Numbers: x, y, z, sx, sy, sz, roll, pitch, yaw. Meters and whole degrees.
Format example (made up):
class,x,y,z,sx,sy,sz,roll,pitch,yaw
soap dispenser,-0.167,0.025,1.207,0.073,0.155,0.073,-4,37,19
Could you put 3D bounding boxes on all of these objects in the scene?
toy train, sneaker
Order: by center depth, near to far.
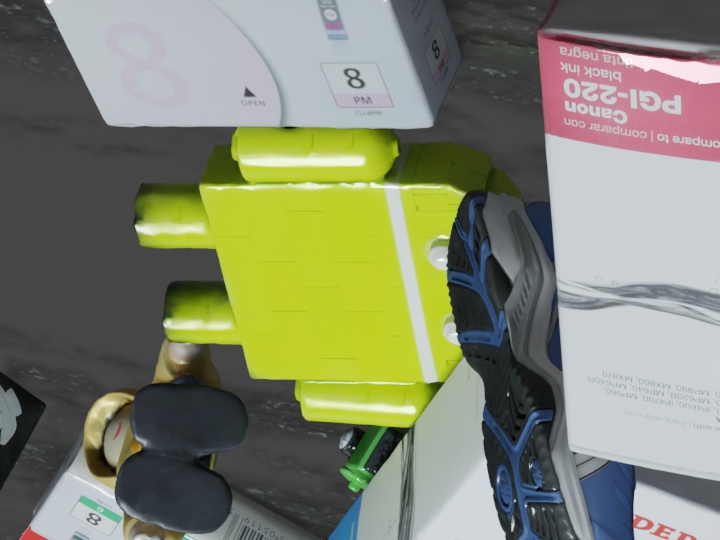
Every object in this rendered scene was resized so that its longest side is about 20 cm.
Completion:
class,x,y,z,sx,sy,sz,roll,pitch,yaw
sneaker,0.091,0.051,0.961,0.077,0.200,0.076,-1,150,-15
toy train,0.076,0.137,1.210,0.200,0.042,0.056,33,169,-12

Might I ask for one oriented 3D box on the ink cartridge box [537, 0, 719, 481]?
class,x,y,z,sx,sy,sz,roll,pitch,yaw
ink cartridge box,0.129,-0.042,0.874,0.085,0.146,0.200,8,132,21

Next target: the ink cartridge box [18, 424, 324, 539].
class,x,y,z,sx,sy,sz,roll,pitch,yaw
ink cartridge box,-0.121,0.180,1.374,0.161,0.050,0.200,29,140,-6

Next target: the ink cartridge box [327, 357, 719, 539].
class,x,y,z,sx,sy,sz,roll,pitch,yaw
ink cartridge box,0.086,0.124,1.096,0.146,0.086,0.200,21,135,-13

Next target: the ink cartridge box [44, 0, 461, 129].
class,x,y,z,sx,sy,sz,roll,pitch,yaw
ink cartridge box,-0.063,-0.142,0.957,0.162,0.057,0.200,3,142,26

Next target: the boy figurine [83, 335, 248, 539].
class,x,y,z,sx,sy,sz,roll,pitch,yaw
boy figurine,-0.100,0.084,1.198,0.064,0.125,0.200,12,178,-13

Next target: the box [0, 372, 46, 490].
class,x,y,z,sx,sy,sz,roll,pitch,yaw
box,-0.304,0.089,1.277,0.200,0.149,0.124,37,142,-16

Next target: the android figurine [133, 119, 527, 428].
class,x,y,z,sx,sy,sz,roll,pitch,yaw
android figurine,0.000,0.000,1.076,0.200,0.041,0.182,3,132,15
